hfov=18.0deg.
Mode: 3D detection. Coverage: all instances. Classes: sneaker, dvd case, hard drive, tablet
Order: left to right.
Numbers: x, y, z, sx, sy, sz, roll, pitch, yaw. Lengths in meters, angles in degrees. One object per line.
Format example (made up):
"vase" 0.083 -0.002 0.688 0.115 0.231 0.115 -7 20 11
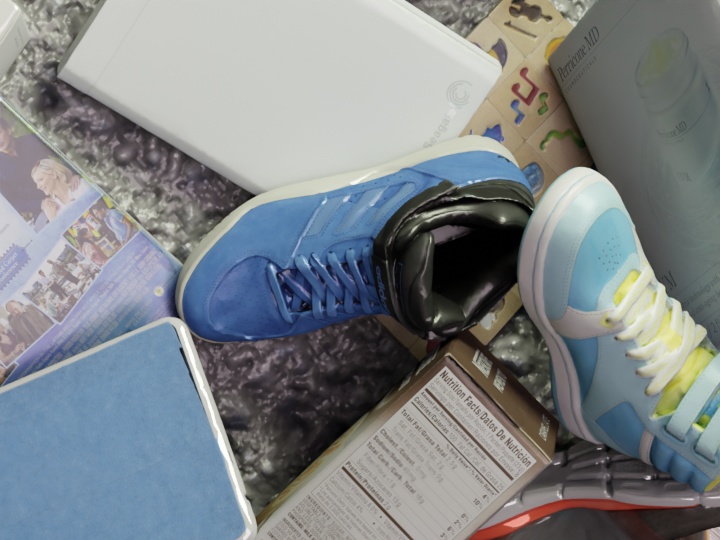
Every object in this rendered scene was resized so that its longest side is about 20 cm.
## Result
"dvd case" -0.200 -0.004 1.207 0.200 0.018 0.143 44 82 -16
"tablet" -0.163 0.117 1.171 0.200 0.014 0.130 -23 71 6
"hard drive" -0.043 -0.108 1.217 0.200 0.026 0.132 31 105 -16
"sneaker" 0.000 -0.001 1.187 0.200 0.111 0.077 -20 115 -1
"sneaker" 0.135 0.142 1.268 0.200 0.077 0.082 -8 115 20
"sneaker" 0.157 0.036 1.165 0.080 0.131 0.200 -48 144 -20

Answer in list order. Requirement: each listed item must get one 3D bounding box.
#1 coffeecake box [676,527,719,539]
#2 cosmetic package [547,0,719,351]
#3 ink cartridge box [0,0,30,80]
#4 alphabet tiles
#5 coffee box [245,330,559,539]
"coffeecake box" 0.255 0.127 1.324 0.153 0.073 0.200 -6 95 -15
"cosmetic package" 0.216 -0.080 1.200 0.123 0.199 0.200 -18 77 -19
"ink cartridge box" -0.270 -0.075 1.140 0.117 0.067 0.200 34 81 0
"alphabet tiles" 0.059 -0.062 1.287 0.167 0.008 0.200 46 80 -14
"coffee box" 0.005 0.129 1.194 0.200 0.114 0.080 -44 91 8
